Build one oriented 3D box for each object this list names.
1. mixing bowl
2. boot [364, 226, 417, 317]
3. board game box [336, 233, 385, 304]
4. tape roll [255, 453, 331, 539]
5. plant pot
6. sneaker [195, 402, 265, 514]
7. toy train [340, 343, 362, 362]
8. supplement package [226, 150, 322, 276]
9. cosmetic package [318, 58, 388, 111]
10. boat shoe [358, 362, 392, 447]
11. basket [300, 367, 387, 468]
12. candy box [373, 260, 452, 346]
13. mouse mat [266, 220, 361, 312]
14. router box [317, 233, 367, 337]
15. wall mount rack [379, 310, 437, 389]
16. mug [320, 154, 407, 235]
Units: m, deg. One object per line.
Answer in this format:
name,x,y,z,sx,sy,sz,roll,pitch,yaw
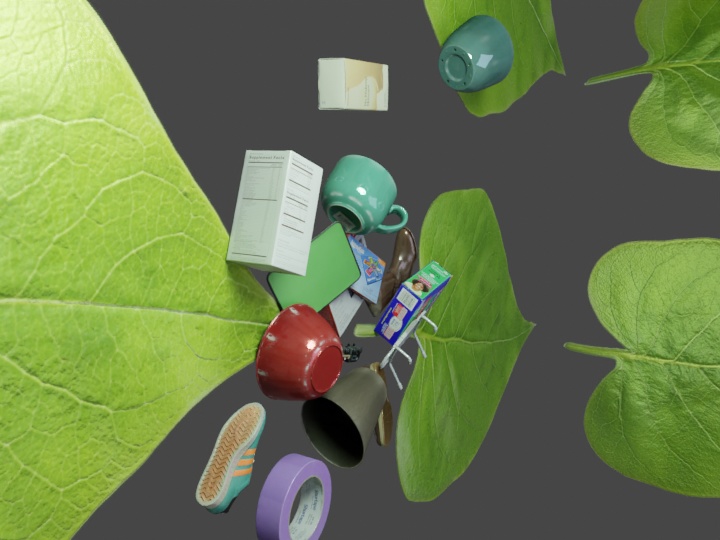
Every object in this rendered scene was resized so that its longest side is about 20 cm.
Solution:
mixing bowl,-0.105,0.179,1.328,0.198,0.106,0.206,-25,122,-47
boot,0.074,0.002,1.709,0.199,0.063,0.192,-30,124,-51
board game box,0.000,0.000,1.509,0.199,0.019,0.106,36,66,-58
tape roll,-0.139,0.500,1.408,0.199,0.064,0.207,-21,114,-60
plant pot,0.316,-0.609,1.907,0.160,0.197,0.205,-36,127,-35
sneaker,-0.228,0.345,1.216,0.203,0.070,0.081,-62,149,-26
toy train,-0.052,0.197,1.542,0.199,0.033,0.047,11,98,-62
supplement package,-0.154,-0.104,1.208,0.109,0.111,0.206,19,79,-59
cosmetic package,-0.013,-0.404,1.453,0.199,0.069,0.109,-24,116,-58
boat shoe,0.032,0.336,1.648,0.072,0.070,0.206,8,72,-66
basket,-0.023,0.319,1.514,0.182,0.135,0.200,53,31,0
candy box,0.141,0.084,1.752,0.199,0.076,0.171,-35,159,-54
mouse mat,-0.091,0.012,1.366,0.198,0.007,0.163,-37,130,-18
router box,-0.044,0.013,1.501,0.202,0.048,0.183,-56,141,-41
wall mount rack,0.126,0.206,1.687,0.200,0.074,0.175,-46,165,-28
mug,0.003,-0.147,1.418,0.116,0.181,0.154,-59,153,-30
